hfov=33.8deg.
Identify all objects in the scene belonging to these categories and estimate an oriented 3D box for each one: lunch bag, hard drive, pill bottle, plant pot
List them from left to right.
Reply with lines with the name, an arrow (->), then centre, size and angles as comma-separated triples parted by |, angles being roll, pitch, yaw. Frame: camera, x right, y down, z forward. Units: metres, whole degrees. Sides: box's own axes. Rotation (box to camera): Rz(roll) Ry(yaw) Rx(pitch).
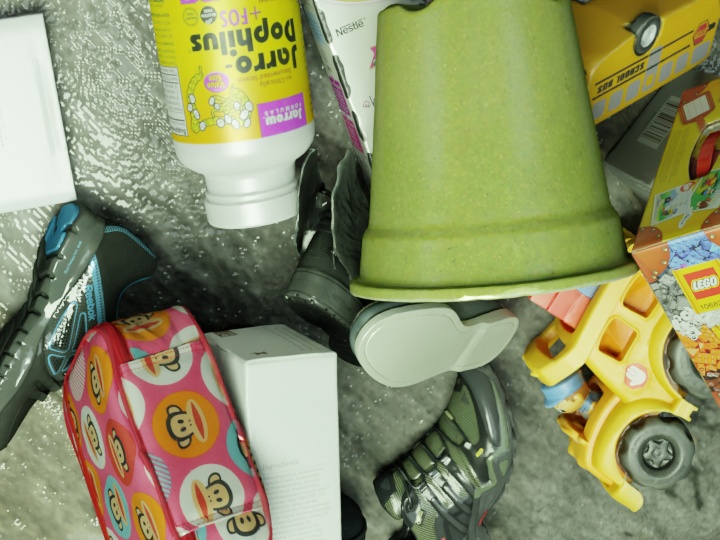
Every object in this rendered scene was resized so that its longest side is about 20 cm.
hard drive -> -0.309, -0.098, 0.824 | 0.197, 0.025, 0.134 | -11, 108, -12
lunch bag -> -0.139, 0.141, 0.808 | 0.081, 0.176, 0.203 | -13, 72, -30
pill bottle -> -0.087, -0.137, 0.829 | 0.102, 0.104, 0.203 | -11, 108, -11
plant pot -> 0.081, -0.086, 0.791 | 0.197, 0.200, 0.188 | -7, 96, -12

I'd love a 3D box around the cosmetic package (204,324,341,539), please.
cosmetic package -> -0.062, 0.148, 0.837 | 0.073, 0.101, 0.204 | -4, 101, -25

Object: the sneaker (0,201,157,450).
sneaker -> -0.221, 0.055, 0.866 | 0.081, 0.073, 0.202 | 26, 101, -29

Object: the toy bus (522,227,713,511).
toy bus -> 0.197, 0.061, 0.955 | 0.190, 0.136, 0.202 | 28, 100, -7

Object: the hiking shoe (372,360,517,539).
hiking shoe -> 0.064, 0.169, 0.970 | 0.099, 0.076, 0.204 | 4, 105, -19

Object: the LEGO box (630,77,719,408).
LEGO box -> 0.270, -0.025, 0.819 | 0.076, 0.201, 0.150 | -18, 118, 37

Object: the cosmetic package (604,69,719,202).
cosmetic package -> 0.312, -0.063, 0.967 | 0.199, 0.090, 0.107 | 37, 94, -24

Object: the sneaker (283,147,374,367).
sneaker -> -0.003, 0.000, 0.889 | 0.200, 0.059, 0.106 | 48, 56, -57

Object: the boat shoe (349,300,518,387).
boat shoe -> 0.046, 0.038, 0.886 | 0.199, 0.062, 0.073 | 2, 128, -54

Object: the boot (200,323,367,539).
boot -> -0.078, 0.133, 0.921 | 0.196, 0.077, 0.171 | 8, 107, -10

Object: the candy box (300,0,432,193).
candy box -> 0.051, -0.139, 0.888 | 0.135, 0.061, 0.203 | -24, 109, -6

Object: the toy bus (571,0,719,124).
toy bus -> 0.210, -0.179, 0.886 | 0.199, 0.065, 0.079 | -30, 140, -31
